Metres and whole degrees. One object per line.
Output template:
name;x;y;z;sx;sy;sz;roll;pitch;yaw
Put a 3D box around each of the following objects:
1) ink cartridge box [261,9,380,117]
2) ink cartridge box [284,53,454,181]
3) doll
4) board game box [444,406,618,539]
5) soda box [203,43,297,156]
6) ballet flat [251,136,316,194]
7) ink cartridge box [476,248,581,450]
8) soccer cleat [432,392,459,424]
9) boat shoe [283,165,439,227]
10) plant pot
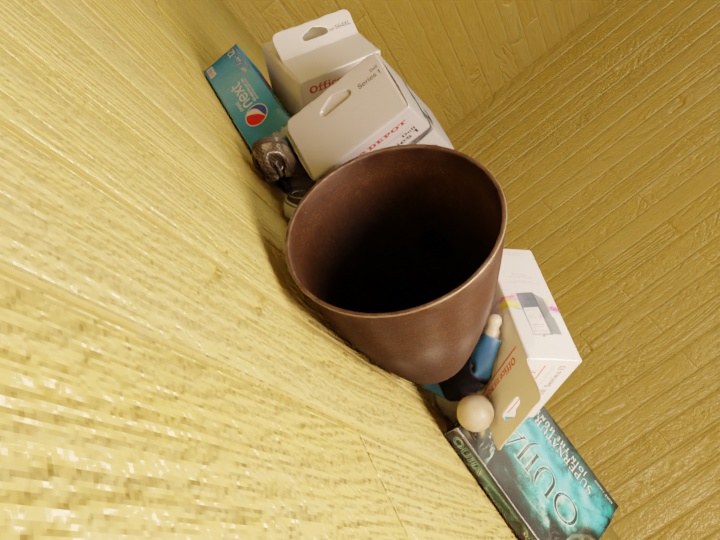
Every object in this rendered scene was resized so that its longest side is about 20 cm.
ink cartridge box;-0.048;-0.254;0.837;0.125;0.128;0.201;52;-18;37
ink cartridge box;0.019;-0.166;0.742;0.085;0.146;0.200;61;19;15
doll;0.111;0.082;0.658;0.048;0.136;0.201;16;52;-32
board game box;0.200;0.231;0.666;0.135;0.028;0.201;-30;80;-41
soda box;-0.139;-0.217;0.797;0.201;0.064;0.068;58;9;28
ballet flat;-0.073;-0.110;0.745;0.200;0.067;0.047;31;43;-64
ink cartridge box;0.174;0.085;0.654;0.067;0.118;0.201;4;47;-15
soccer cleat;0.157;0.195;0.737;0.200;0.069;0.078;49;17;-36
boat shoe;0.002;-0.087;0.631;0.070;0.199;0.067;-38;128;-54
plant pot;0.050;0.020;0.550;0.187;0.186;0.201;60;-5;41
